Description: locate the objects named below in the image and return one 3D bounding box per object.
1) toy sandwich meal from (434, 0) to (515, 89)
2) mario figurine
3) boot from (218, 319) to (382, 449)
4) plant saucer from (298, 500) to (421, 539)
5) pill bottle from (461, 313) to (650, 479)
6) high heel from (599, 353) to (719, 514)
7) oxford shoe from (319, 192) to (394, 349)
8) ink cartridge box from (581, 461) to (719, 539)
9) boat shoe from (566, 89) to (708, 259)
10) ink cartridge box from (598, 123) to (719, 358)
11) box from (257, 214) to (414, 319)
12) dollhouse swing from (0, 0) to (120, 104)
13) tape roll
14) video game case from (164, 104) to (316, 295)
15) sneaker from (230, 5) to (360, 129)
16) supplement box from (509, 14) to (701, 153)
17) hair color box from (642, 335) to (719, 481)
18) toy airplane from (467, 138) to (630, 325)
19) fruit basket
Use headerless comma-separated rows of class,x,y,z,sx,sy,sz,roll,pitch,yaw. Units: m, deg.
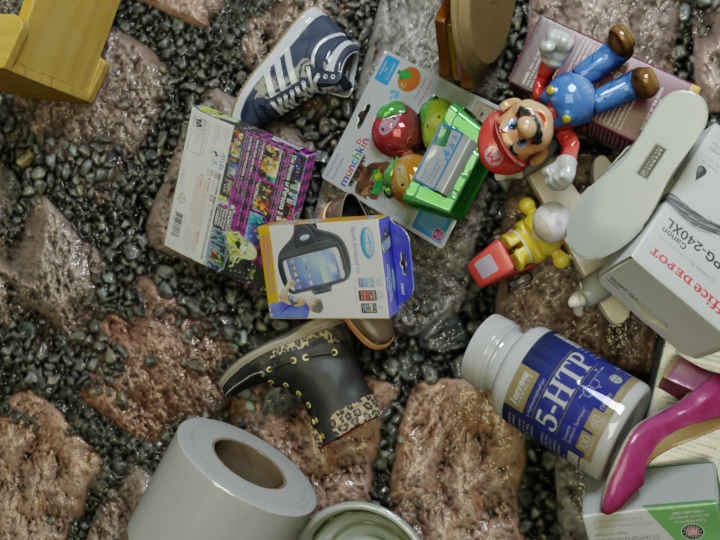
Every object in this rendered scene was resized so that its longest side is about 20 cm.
toy sandwich meal,0.127,-0.324,0.970,0.069,0.204,0.210,11,91,26
mario figurine,0.212,-0.170,0.869,0.198,0.106,0.125,-33,50,11
boot,-0.078,0.159,1.073,0.197,0.073,0.153,-28,79,6
plant saucer,0.004,0.394,1.055,0.195,0.050,0.206,0,89,16
pill bottle,0.220,0.137,0.956,0.198,0.119,0.122,30,96,30
high heel,0.335,0.191,0.877,0.095,0.068,0.201,31,67,22
oxford shoe,0.000,0.000,1.043,0.070,0.073,0.204,-18,83,-24
ink cartridge box,0.340,0.329,0.911,0.142,0.088,0.204,-12,105,23
boat shoe,0.296,-0.095,0.873,0.070,0.063,0.201,41,105,16
ink cartridge box,0.375,-0.030,0.897,0.144,0.083,0.201,38,71,1
box,-0.031,-0.003,1.011,0.196,0.041,0.122,-2,101,30
dollhouse swing,-0.449,-0.340,1.122,0.177,0.200,0.180,8,91,15
tape roll,-0.170,0.299,1.028,0.201,0.202,0.141,33,97,14
video game case,-0.164,-0.092,1.093,0.178,0.036,0.204,23,112,16
sneaker,-0.082,-0.237,1.086,0.108,0.070,0.201,39,95,15
supplement box,0.281,-0.205,0.964,0.197,0.110,0.087,29,96,14
hair color box,0.382,0.155,0.952,0.097,0.061,0.205,13,93,15
toy airplane,0.236,-0.056,0.956,0.196,0.141,0.204,17,92,15
fruit basket,0.065,-0.156,1.033,0.198,0.094,0.188,32,97,17
